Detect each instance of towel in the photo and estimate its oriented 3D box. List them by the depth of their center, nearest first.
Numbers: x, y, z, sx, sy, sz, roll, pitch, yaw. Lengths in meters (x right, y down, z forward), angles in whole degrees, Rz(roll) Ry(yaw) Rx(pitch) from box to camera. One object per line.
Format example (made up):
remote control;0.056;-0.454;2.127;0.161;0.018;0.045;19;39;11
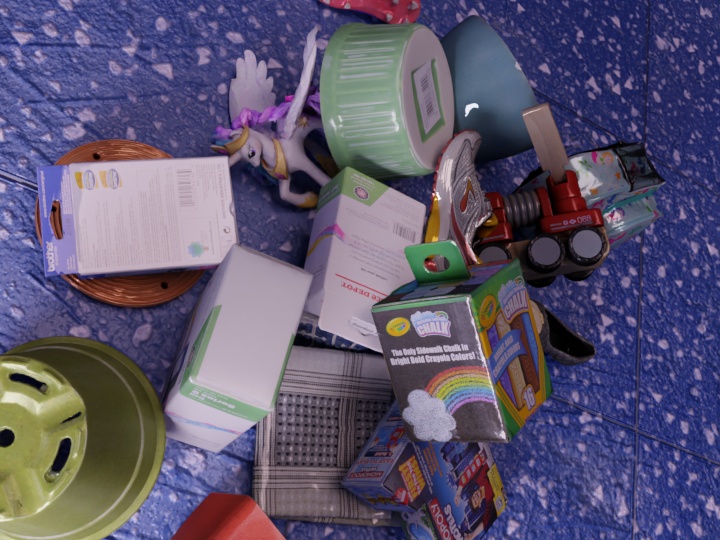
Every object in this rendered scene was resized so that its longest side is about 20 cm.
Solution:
towel;-0.026;0.185;0.949;0.200;0.035;0.193;13;69;-32

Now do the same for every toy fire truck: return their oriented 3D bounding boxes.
toy fire truck;0.207;-0.087;1.063;0.176;0.129;0.200;-10;73;5

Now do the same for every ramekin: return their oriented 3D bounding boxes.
ramekin;0.040;-0.204;1.029;0.200;0.097;0.201;1;88;-63

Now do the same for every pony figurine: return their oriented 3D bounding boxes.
pony figurine;-0.084;-0.175;1.031;0.200;0.166;0.194;25;66;-37

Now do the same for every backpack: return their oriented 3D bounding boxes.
backpack;0.312;-0.094;1.195;0.200;0.177;0.151;-8;71;-39

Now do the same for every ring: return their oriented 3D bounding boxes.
ring;-0.258;-0.053;0.942;0.200;0.019;0.201;13;63;-26

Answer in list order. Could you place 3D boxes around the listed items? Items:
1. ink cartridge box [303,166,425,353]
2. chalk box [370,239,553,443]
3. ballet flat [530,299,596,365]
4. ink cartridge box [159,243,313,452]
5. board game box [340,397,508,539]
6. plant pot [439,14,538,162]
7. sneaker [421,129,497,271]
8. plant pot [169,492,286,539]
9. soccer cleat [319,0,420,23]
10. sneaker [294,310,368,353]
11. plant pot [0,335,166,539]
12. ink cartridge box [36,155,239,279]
ink cartridge box;0.000;0.000;0.951;0.117;0.067;0.200;24;59;-25
chalk box;0.103;0.063;0.882;0.124;0.125;0.200;-28;106;-52
ballet flat;0.256;0.079;1.112;0.200;0.057;0.067;30;57;-54
ink cartridge box;-0.133;0.085;0.845;0.087;0.200;0.146;21;61;-13
board game box;0.072;0.233;0.958;0.200;0.062;0.200;-32;106;-48
plant pot;0.143;-0.228;1.165;0.135;0.200;0.200;-30;86;1
sneaker;0.126;-0.074;1.014;0.082;0.078;0.200;6;72;11
plant pot;-0.125;0.337;0.761;0.176;0.200;0.200;-38;92;-24
soccer cleat;-0.005;-0.410;1.222;0.200;0.067;0.077;16;31;-18
sneaker;-0.072;0.038;0.980;0.200;0.077;0.085;26;55;-20
plant pot;-0.272;0.142;0.709;0.200;0.190;0.201;2;77;-8
ink cartridge box;-0.233;-0.056;0.895;0.200;0.042;0.120;-5;84;-21
